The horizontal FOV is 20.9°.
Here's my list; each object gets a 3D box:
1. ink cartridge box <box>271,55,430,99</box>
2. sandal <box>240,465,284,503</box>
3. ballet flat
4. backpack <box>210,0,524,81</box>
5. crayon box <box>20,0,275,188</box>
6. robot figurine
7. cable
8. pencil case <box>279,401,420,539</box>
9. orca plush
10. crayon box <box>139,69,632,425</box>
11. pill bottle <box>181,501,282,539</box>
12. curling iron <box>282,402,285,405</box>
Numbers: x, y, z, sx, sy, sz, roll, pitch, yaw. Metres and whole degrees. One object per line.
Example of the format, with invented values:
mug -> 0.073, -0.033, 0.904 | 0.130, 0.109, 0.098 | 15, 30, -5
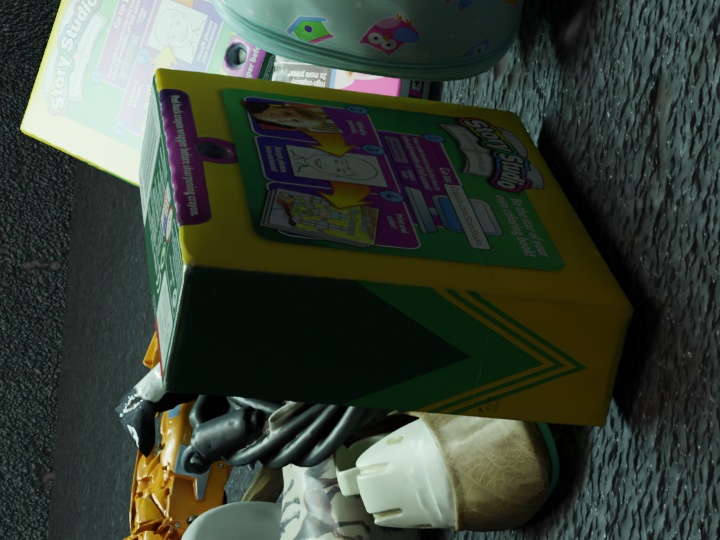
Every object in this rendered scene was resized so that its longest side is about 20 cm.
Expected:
ink cartridge box -> -0.003, -0.129, 1.123 | 0.094, 0.037, 0.203 | 8, 92, 35
sandal -> -0.057, 0.180, 1.210 | 0.078, 0.069, 0.212 | -60, -1, 40
ballet flat -> 0.027, 0.086, 0.877 | 0.200, 0.072, 0.069 | -178, 72, -76
backpack -> 0.004, -0.178, 0.914 | 0.201, 0.174, 0.154 | -89, 12, -46
crayon box -> -0.111, -0.152, 1.236 | 0.172, 0.058, 0.202 | 25, 99, 32
robot figurine -> -0.105, 0.089, 1.197 | 0.145, 0.058, 0.202 | 122, 158, -54
cable -> -0.009, 0.017, 0.958 | 0.162, 0.051, 0.201 | -26, 23, 39
pencil case -> -0.008, 0.138, 1.000 | 0.089, 0.077, 0.202 | 134, 143, -52
orca plush -> -0.047, 0.038, 1.104 | 0.200, 0.071, 0.105 | -44, 4, -6
crayon box -> 0.001, -0.014, 0.806 | 0.200, 0.171, 0.059 | -108, 27, -62
pill bottle -> -0.066, 0.243, 1.106 | 0.114, 0.113, 0.202 | -107, 28, -61
curling iron -> 0.000, 0.000, 1.062 | 0.201, 0.049, 0.026 | -58, 45, 15
